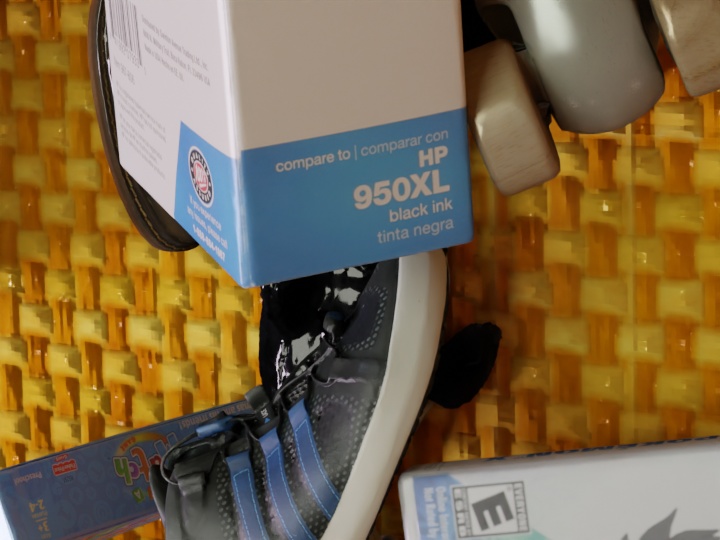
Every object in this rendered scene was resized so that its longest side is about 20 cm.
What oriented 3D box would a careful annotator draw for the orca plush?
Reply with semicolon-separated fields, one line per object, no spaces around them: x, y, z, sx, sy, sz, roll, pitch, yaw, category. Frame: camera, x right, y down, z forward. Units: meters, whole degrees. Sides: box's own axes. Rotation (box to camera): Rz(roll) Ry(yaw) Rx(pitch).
0.000;0.000;0.970;0.105;0.071;0.200;44;121;24;orca plush

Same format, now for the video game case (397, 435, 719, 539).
0.113;0.156;0.897;0.181;0.022;0.201;-7;94;14;video game case

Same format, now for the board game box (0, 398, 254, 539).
-0.150;0.104;1.054;0.200;0.151;0.037;-24;83;38;board game box

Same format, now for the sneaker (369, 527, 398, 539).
0.011;0.144;0.982;0.199;0.076;0.092;19;111;33;sneaker

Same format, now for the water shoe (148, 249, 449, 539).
-0.033;0.074;0.933;0.079;0.072;0.201;23;95;-2;water shoe

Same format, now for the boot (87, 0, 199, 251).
-0.042;-0.102;0.985;0.097;0.075;0.201;8;101;39;boot

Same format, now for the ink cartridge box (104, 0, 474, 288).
-0.031;-0.115;0.867;0.145;0.084;0.201;-138;40;-62;ink cartridge box

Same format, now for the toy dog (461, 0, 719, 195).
0.060;-0.124;0.894;0.131;0.096;0.201;-2;87;5;toy dog
